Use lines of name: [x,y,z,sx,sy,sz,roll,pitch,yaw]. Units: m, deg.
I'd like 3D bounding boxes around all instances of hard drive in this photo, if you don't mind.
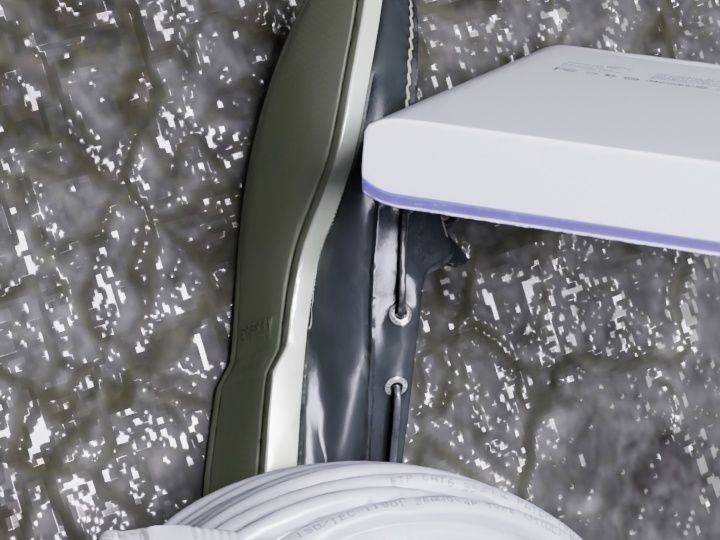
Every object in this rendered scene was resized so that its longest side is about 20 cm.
hard drive: [0.093,-0.040,0.671,0.200,0.131,0.025,-32,129,-68]

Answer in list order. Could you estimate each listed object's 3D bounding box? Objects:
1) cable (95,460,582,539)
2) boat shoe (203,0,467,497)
cable: [-0.001,0.155,0.626,0.199,0.069,0.201,-7,95,-30]
boat shoe: [0.001,0.000,0.691,0.066,0.074,0.200,12,78,-23]
